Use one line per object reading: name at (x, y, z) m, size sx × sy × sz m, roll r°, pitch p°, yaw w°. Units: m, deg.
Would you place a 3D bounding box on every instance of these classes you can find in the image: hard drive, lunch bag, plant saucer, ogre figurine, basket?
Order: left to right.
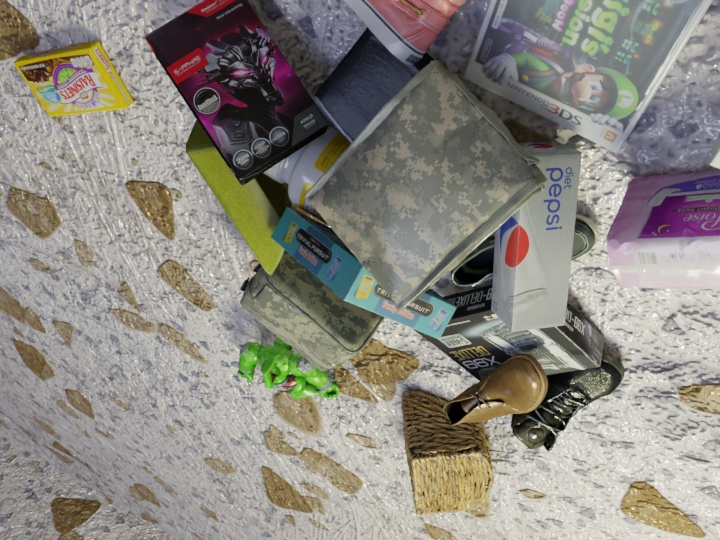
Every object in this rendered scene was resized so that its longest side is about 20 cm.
plant saucer at (-0.147, -0.124, 1.002) m, size 0.048 × 0.200 × 0.200 m, roll -25°, pitch 118°, yaw 10°
ogre figurine at (-0.142, 0.179, 1.365) m, size 0.200 × 0.098 × 0.120 m, roll 30°, pitch 156°, yaw 27°
lunch bag at (-0.081, 0.054, 1.144) m, size 0.200 × 0.139 × 0.168 m, roll 40°, pitch 142°, yaw -5°
hard drive at (0.050, -0.168, 0.840) m, size 0.200 × 0.042 × 0.135 m, roll 43°, pitch 117°, yaw -3°
lunch bag at (0.071, -0.089, 0.768) m, size 0.164 × 0.118 × 0.200 m, roll 50°, pitch 119°, yaw 6°
basket at (0.150, 0.308, 1.303) m, size 0.143 × 0.149 × 0.200 m, roll -7°, pitch 134°, yaw 0°

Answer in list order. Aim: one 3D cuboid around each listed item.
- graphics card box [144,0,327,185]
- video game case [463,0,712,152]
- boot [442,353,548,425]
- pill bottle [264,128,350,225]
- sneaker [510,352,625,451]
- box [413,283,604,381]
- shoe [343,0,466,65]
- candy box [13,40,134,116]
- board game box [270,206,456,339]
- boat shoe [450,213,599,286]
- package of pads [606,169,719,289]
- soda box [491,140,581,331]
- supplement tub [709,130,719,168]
graphics card box at (-0.142, -0.216, 0.875) m, size 0.200 × 0.125 × 0.051 m, roll 58°, pitch 173°, yaw -2°
video game case at (0.208, -0.227, 0.714) m, size 0.182 × 0.023 × 0.200 m, roll 29°, pitch 142°, yaw 9°
boot at (0.180, 0.172, 1.016) m, size 0.074 × 0.075 × 0.200 m, roll 65°, pitch 151°, yaw 16°
pill bottle at (-0.021, -0.109, 0.946) m, size 0.200 × 0.111 × 0.111 m, roll 31°, pitch 143°, yaw 6°
sneaker at (0.278, 0.186, 1.031) m, size 0.076 × 0.114 × 0.199 m, roll 40°, pitch 141°, yaw -8°
box at (0.196, 0.084, 1.009) m, size 0.158 × 0.050 × 0.200 m, roll 39°, pitch 145°, yaw -26°
shoe at (0.015, -0.307, 0.749) m, size 0.200 × 0.071 × 0.091 m, roll 49°, pitch 117°, yaw 7°
candy box at (-0.441, -0.289, 1.152) m, size 0.200 × 0.026 × 0.102 m, roll 4°, pitch 136°, yaw 36°
board game box at (0.000, 0.000, 0.907) m, size 0.151 × 0.047 × 0.200 m, roll 24°, pitch -172°, yaw -37°
boat shoe at (0.194, -0.018, 0.917) m, size 0.200 × 0.062 × 0.073 m, roll -12°, pitch 122°, yaw 44°
package of pads at (0.351, -0.040, 0.722) m, size 0.200 × 0.121 × 0.076 m, roll -1°, pitch 130°, yaw 38°
soda box at (0.189, -0.037, 0.822) m, size 0.068 × 0.063 × 0.200 m, roll -5°, pitch 112°, yaw -12°
supplement tub at (0.402, -0.108, 0.592) m, size 0.200 × 0.140 × 0.140 m, roll 23°, pitch 141°, yaw 16°
